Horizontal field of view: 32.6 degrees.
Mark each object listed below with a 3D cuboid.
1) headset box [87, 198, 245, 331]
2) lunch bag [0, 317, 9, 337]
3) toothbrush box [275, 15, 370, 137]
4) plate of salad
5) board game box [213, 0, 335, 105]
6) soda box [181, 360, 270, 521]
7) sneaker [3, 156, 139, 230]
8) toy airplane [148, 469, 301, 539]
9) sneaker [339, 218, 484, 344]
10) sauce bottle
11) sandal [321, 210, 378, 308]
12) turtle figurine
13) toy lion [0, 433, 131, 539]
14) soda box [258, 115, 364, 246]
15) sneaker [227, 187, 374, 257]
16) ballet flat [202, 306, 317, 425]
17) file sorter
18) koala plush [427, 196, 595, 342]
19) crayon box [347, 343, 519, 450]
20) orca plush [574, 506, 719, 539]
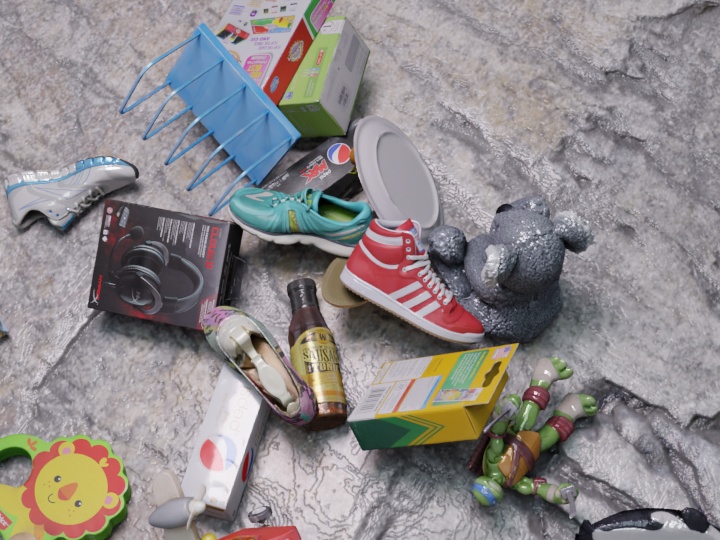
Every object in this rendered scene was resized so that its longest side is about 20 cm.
[{"bbox_3d":[-0.251,-0.005,1.653,0.198,0.077,0.151,11,92,11],"label":"headset box"},{"bbox_3d":[-0.600,0.031,1.668,0.168,0.128,0.201,-29,59,-11],"label":"lunch bag"},{"bbox_3d":[-0.103,-0.270,1.751,0.198,0.086,0.147,0,62,31],"label":"toothbrush box"},{"bbox_3d":[0.046,-0.113,1.663,0.048,0.199,0.202,-26,60,30],"label":"plate of salad"},{"bbox_3d":[-0.135,-0.333,1.726,0.152,0.040,0.201,17,72,38],"label":"board game box"},{"bbox_3d":[-0.166,0.212,1.579,0.067,0.064,0.202,13,67,11],"label":"soda box"},{"bbox_3d":[-0.407,-0.103,1.751,0.198,0.075,0.088,-13,71,7],"label":"sneaker"},{"bbox_3d":[-0.188,0.360,1.457,0.198,0.141,0.201,26,98,-1],"label":"toy airplane"},{"bbox_3d":[0.083,0.008,1.555,0.198,0.071,0.113,26,106,1],"label":"sneaker"},{"bbox_3d":[-0.063,0.107,1.618,0.065,0.066,0.202,-13,66,-1],"label":"sauce bottle"},{"bbox_3d":[0.005,0.002,1.667,0.077,0.070,0.212,23,46,8],"label":"sandal"},{"bbox_3d":[0.225,0.205,1.492,0.143,0.201,0.194,33,60,10],"label":"turtle figurine"},{"bbox_3d":[-0.402,0.281,1.572,0.199,0.069,0.192,37,66,20],"label":"toy lion"},{"bbox_3d":[-0.054,-0.125,1.723,0.199,0.071,0.063,-36,66,-12],"label":"soda box"},{"bbox_3d":[-0.076,-0.081,1.621,0.197,0.080,0.078,10,53,1],"label":"sneaker"},{"bbox_3d":[-0.129,0.112,1.546,0.069,0.071,0.200,-41,73,-5],"label":"ballet flat"},{"bbox_3d":[-0.208,-0.195,1.657,0.200,0.139,0.123,48,54,-1],"label":"file sorter"},{"bbox_3d":[0.204,-0.014,1.563,0.176,0.200,0.186,-19,79,-15],"label":"koala plush"},{"bbox_3d":[0.097,0.156,1.512,0.198,0.052,0.126,-12,25,33],"label":"crayon box"},{"bbox_3d":[0.359,0.323,1.497,0.197,0.071,0.107,-5,109,7],"label":"orca plush"}]
